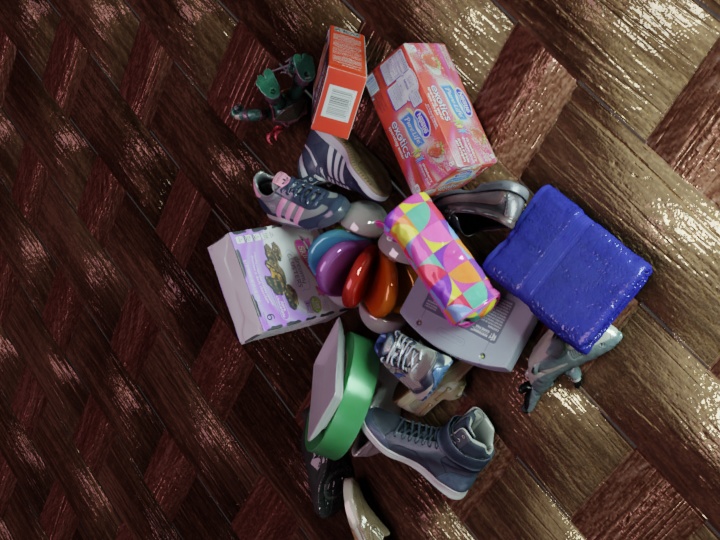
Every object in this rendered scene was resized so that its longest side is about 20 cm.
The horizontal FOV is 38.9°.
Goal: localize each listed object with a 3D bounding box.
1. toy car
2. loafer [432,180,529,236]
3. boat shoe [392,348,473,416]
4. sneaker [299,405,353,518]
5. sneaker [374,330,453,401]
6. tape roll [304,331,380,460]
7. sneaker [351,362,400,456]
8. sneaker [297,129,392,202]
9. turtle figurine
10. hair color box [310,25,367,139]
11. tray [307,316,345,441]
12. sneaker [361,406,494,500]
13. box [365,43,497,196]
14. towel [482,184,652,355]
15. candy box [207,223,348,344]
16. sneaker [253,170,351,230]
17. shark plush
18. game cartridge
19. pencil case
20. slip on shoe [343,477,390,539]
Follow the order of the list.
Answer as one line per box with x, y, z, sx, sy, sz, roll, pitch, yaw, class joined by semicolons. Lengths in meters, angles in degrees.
0.000;0.000;1.573;0.200;0.149;0.176;35;122;34;toy car
0.155;-0.077;1.432;0.200;0.072;0.063;-14;57;58;loafer
0.130;0.161;1.547;0.065;0.072;0.200;37;129;-13;boat shoe
-0.065;0.329;1.774;0.090;0.076;0.202;4;95;54;sneaker
0.067;0.133;1.505;0.077;0.085;0.200;-56;14;-8;sneaker
-0.030;0.200;1.631;0.200;0.048;0.202;-158;90;-78;tape roll
0.025;0.211;1.637;0.075;0.088;0.202;22;113;41;sneaker
-0.030;-0.150;1.626;0.200;0.070;0.109;53;126;32;sneaker
-0.130;-0.286;1.672;0.101;0.150;0.200;43;167;-3;turtle figurine
-0.033;-0.285;1.526;0.200;0.061;0.102;-91;17;-61;hair color box
-0.049;0.171;1.601;0.201;0.022;0.108;-89;24;-58;tray
0.108;0.241;1.539;0.202;0.077;0.147;33;130;3;sneaker
0.100;-0.216;1.467;0.100;0.095;0.201;-34;74;44;box
0.272;-0.002;1.345;0.148;0.049;0.200;-53;53;11;towel
-0.130;0.013;1.668;0.071;0.199;0.169;-29;79;44;candy box
-0.101;-0.116;1.614;0.199;0.070;0.082;7;138;46;sneaker
0.273;0.137;1.398;0.083;0.091;0.201;29;117;1;shark plush
0.157;0.061;1.468;0.199;0.041;0.134;27;83;36;game cartridge
0.110;-0.014;1.426;0.200;0.088;0.088;54;130;17;pencil case
0.021;0.444;1.716;0.060;0.076;0.201;-17;76;5;slip on shoe
